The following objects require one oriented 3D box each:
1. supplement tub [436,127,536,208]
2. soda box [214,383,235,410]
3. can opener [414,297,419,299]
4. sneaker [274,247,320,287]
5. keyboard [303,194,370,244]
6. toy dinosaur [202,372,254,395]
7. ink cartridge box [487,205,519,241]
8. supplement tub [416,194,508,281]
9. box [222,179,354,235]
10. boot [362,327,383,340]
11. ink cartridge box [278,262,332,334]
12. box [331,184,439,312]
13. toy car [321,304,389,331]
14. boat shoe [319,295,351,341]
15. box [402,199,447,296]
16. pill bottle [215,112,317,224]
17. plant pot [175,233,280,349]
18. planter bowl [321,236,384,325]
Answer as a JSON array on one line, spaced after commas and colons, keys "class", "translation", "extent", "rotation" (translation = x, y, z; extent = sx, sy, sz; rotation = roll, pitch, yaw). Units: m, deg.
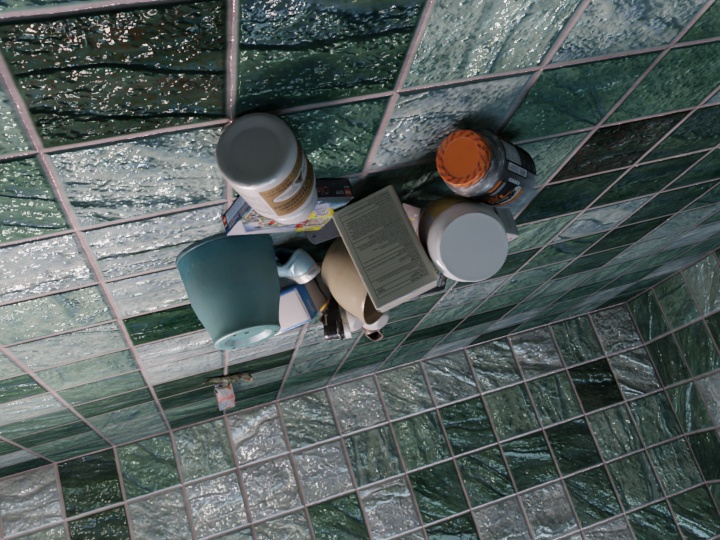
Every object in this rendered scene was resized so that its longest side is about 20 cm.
[{"class": "supplement tub", "translation": [0.225, -0.184, 1.260], "extent": [0.122, 0.123, 0.200], "rotation": [-29, 160, 31]}, {"class": "soda box", "translation": [-0.512, 0.475, 2.649], "extent": [0.063, 0.069, 0.200], "rotation": [-13, 162, -15]}, {"class": "can opener", "translation": [0.131, -0.003, 1.636], "extent": [0.053, 0.200, 0.067], "rotation": [14, 137, 4]}, {"class": "sneaker", "translation": [-0.163, -0.015, 1.510], "extent": [0.200, 0.082, 0.074], "rotation": [-12, -153, 51]}, {"class": "keyboard", "translation": [-0.019, -0.110, 1.415], "extent": [0.200, 0.040, 0.104], "rotation": [-18, 141, 2]}, {"class": "toy dinosaur", "translation": [-0.480, 0.398, 2.485], "extent": [0.200, 0.048, 0.088], "rotation": [-4, 143, -38]}, {"class": "ink cartridge box", "translation": [0.259, -0.093, 1.643], "extent": [0.147, 0.083, 0.200], "rotation": [-31, 158, 34]}, {"class": "supplement tub", "translation": [0.188, -0.061, 1.304], "extent": [0.145, 0.146, 0.200], "rotation": [-18, -167, 0]}, {"class": "box", "translation": [-0.129, -0.114, 1.256], "extent": [0.200, 0.038, 0.137], "rotation": [-6, 159, -35]}, {"class": "boot", "translation": [0.029, 0.127, 1.985], "extent": [0.070, 0.146, 0.200], "rotation": [-26, 162, 18]}, {"class": "ink cartridge box", "translation": [-0.156, 0.067, 1.578], "extent": [0.144, 0.084, 0.200], "rotation": [-23, -170, 20]}, {"class": "box", "translation": [0.049, -0.038, 1.314], "extent": [0.128, 0.200, 0.109], "rotation": [-26, 172, 3]}, {"class": "toy car", "translation": [-0.016, 0.054, 1.747], "extent": [0.200, 0.175, 0.150], "rotation": [3, 117, -49]}, {"class": "boat shoe", "translation": [-0.062, 0.106, 1.563], "extent": [0.060, 0.074, 0.200], "rotation": [-13, -159, -5]}, {"class": "box", "translation": [0.136, -0.047, 1.478], "extent": [0.048, 0.200, 0.158], "rotation": [23, -159, 36]}, {"class": "pill bottle", "translation": [-0.128, -0.140, 1.043], "extent": [0.114, 0.115, 0.200], "rotation": [-20, 163, 4]}, {"class": "plant pot", "translation": [-0.246, 0.049, 1.390], "extent": [0.200, 0.188, 0.200], "rotation": [-17, 164, -5]}, {"class": "planter bowl", "translation": [0.000, 0.000, 1.510], "extent": [0.135, 0.201, 0.200], "rotation": [23, 176, 21]}]
